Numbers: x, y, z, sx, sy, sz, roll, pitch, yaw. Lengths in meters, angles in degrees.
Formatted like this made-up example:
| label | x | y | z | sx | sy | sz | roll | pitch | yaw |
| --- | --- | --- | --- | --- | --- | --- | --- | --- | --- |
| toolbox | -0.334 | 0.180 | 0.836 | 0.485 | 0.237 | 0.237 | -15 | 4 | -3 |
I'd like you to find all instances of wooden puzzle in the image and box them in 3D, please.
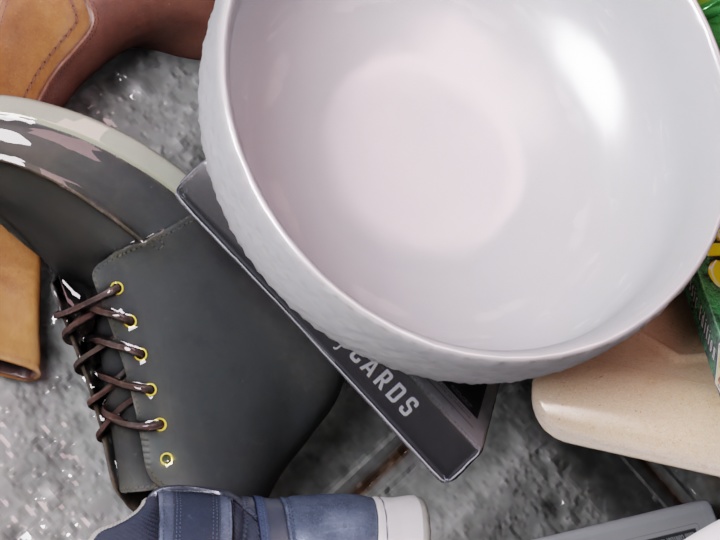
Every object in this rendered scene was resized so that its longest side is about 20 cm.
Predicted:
| label | x | y | z | sx | sy | sz | roll | pitch | yaw |
| --- | --- | --- | --- | --- | --- | --- | --- | --- | --- |
| wooden puzzle | 0.173 | 0.025 | 0.900 | 0.184 | 0.047 | 0.200 | 11 | 37 | 11 |

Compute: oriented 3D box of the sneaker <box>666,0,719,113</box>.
| label | x | y | z | sx | sy | sz | roll | pitch | yaw |
| --- | --- | --- | --- | --- | --- | --- | --- | --- | --- |
| sneaker | 0.140 | -0.093 | 0.899 | 0.200 | 0.074 | 0.083 | 39 | 30 | 31 |

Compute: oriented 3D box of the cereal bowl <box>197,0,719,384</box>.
| label | x | y | z | sx | sy | sz | roll | pitch | yaw |
| --- | --- | --- | --- | --- | --- | --- | --- | --- | --- |
| cereal bowl | 0.032 | -0.051 | 0.832 | 0.199 | 0.083 | 0.201 | 6 | 69 | -16 |

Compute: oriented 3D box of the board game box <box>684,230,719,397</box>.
| label | x | y | z | sx | sy | sz | roll | pitch | yaw |
| --- | --- | --- | --- | --- | --- | --- | --- | --- | --- |
| board game box | 0.174 | -0.007 | 0.886 | 0.104 | 0.024 | 0.200 | -2 | 36 | -5 |

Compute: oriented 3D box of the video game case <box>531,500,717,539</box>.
| label | x | y | z | sx | sy | sz | roll | pitch | yaw |
| --- | --- | --- | --- | --- | --- | --- | --- | --- | --- |
| video game case | 0.101 | 0.200 | 0.959 | 0.199 | 0.023 | 0.183 | -8 | 68 | -32 |

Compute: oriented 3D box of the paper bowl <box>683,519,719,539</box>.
| label | x | y | z | sx | sy | sz | roll | pitch | yaw |
| --- | --- | --- | --- | --- | --- | --- | --- | --- | --- |
| paper bowl | 0.155 | 0.160 | 0.870 | 0.200 | 0.201 | 0.105 | -13 | 59 | -33 |

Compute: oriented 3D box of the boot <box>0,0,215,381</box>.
| label | x | y | z | sx | sy | sz | roll | pitch | yaw |
| --- | --- | --- | --- | --- | --- | --- | --- | --- | --- |
| boot | -0.131 | -0.054 | 0.947 | 0.188 | 0.068 | 0.201 | 16 | 62 | -31 |

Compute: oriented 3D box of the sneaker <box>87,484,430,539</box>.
| label | x | y | z | sx | sy | sz | roll | pitch | yaw |
| --- | --- | --- | --- | --- | --- | --- | --- | --- | --- |
| sneaker | -0.055 | 0.179 | 0.850 | 0.145 | 0.077 | 0.204 | 7 | 79 | -12 |

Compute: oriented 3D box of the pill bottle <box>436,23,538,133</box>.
| label | x | y | z | sx | sy | sz | roll | pitch | yaw |
| --- | --- | --- | --- | --- | --- | --- | --- | --- | --- |
| pill bottle | 0.011 | -0.098 | 0.947 | 0.200 | 0.116 | 0.116 | 47 | 52 | 0 |

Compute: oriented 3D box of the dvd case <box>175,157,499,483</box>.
| label | x | y | z | sx | sy | sz | roll | pitch | yaw |
| --- | --- | --- | --- | --- | --- | --- | --- | --- | --- |
| dvd case | 0.000 | 0.000 | 0.933 | 0.150 | 0.025 | 0.200 | 47 | 13 | -4 |

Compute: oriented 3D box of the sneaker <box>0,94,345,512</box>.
| label | x | y | z | sx | sy | sz | roll | pitch | yaw |
| --- | --- | --- | --- | --- | --- | --- | --- | --- | --- |
| sneaker | -0.093 | 0.022 | 0.893 | 0.200 | 0.075 | 0.107 | 37 | 63 | -22 |
